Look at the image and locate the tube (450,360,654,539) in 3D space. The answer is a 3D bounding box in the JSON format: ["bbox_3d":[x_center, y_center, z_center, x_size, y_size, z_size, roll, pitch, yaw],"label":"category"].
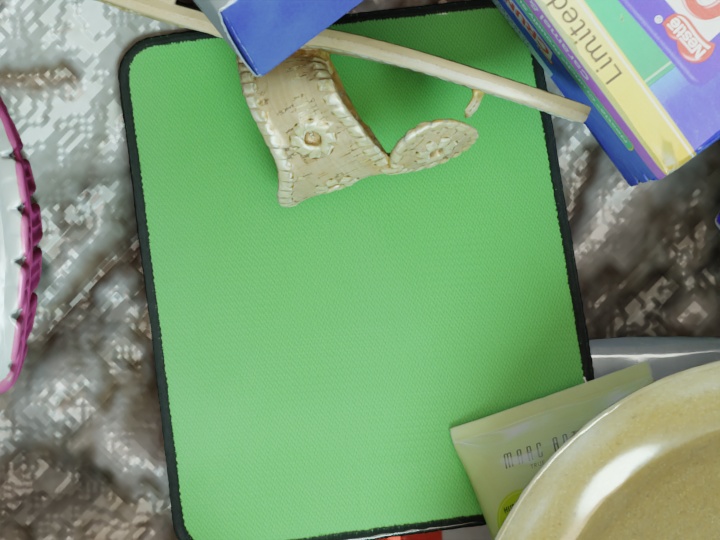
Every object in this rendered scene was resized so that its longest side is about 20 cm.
[{"bbox_3d":[0.088,0.133,0.947,0.058,0.052,0.201,-1,63,-26],"label":"tube"}]

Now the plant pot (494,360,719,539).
[{"bbox_3d":[0.129,0.127,0.883,0.199,0.027,0.201,-9,68,23],"label":"plant pot"}]

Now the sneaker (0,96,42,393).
[{"bbox_3d":[-0.168,-0.049,0.992,0.088,0.081,0.201,-15,85,-4],"label":"sneaker"}]

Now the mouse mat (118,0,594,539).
[{"bbox_3d":[0.000,0.000,1.013,0.160,0.008,0.201,-7,76,-5],"label":"mouse mat"}]

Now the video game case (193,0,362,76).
[{"bbox_3d":[-0.008,-0.191,0.965,0.200,0.045,0.181,-37,57,-3],"label":"video game case"}]

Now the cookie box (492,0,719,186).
[{"bbox_3d":[0.134,-0.157,1.009,0.200,0.075,0.171,-37,90,-3],"label":"cookie box"}]

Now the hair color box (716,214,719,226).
[{"bbox_3d":[0.211,-0.069,0.948,0.109,0.200,0.065,-25,66,-30],"label":"hair color box"}]

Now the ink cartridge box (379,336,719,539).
[{"bbox_3d":[0.052,0.109,1.030,0.199,0.050,0.163,-3,92,-9],"label":"ink cartridge box"}]

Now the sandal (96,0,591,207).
[{"bbox_3d":[-0.026,-0.060,0.999,0.211,0.078,0.070,19,94,8],"label":"sandal"}]
